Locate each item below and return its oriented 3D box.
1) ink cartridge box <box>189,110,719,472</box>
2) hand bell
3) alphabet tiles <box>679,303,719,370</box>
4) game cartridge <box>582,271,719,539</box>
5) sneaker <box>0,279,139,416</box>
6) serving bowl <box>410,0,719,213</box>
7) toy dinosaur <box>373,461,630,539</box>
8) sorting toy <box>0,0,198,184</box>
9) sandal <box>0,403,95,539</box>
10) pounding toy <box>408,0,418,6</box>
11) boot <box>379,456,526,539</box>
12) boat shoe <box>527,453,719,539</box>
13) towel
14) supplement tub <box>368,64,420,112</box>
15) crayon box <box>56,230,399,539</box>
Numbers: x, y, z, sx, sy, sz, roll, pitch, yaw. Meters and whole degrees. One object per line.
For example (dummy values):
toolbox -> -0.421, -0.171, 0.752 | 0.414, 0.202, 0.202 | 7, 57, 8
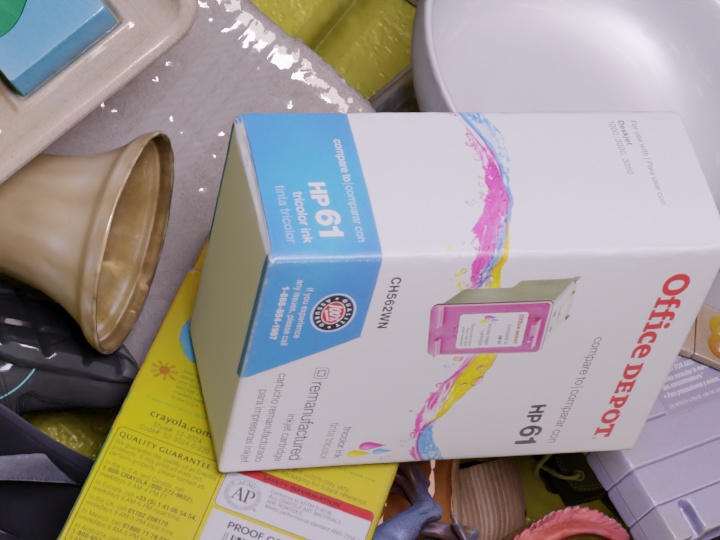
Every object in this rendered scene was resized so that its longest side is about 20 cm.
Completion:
ink cartridge box -> 0.039, 0.009, 0.890 | 0.200, 0.145, 0.085 | -3, 50, -17
hand bell -> -0.196, -0.037, 0.949 | 0.200, 0.104, 0.104 | 15, 58, 9
alphabet tiles -> 0.148, -0.036, 1.072 | 0.200, 0.008, 0.167 | 21, 55, -16
game cartridge -> 0.187, 0.064, 1.058 | 0.200, 0.038, 0.130 | -14, 61, -37
sneaker -> -0.200, 0.045, 0.946 | 0.200, 0.075, 0.079 | 11, 110, -26
serving bowl -> 0.108, -0.083, 1.032 | 0.200, 0.066, 0.200 | 13, 56, -21
toy dinosaur -> 0.005, 0.163, 0.941 | 0.182, 0.200, 0.105 | -71, 145, -49
sorting toy -> -0.196, -0.116, 0.922 | 0.200, 0.036, 0.185 | -41, 65, 0
sandal -> -0.162, 0.101, 0.925 | 0.200, 0.076, 0.043 | 23, 21, -33
pounding toy -> 0.070, -0.219, 1.160 | 0.200, 0.184, 0.142 | 31, 57, -19
boot -> -0.009, 0.068, 1.068 | 0.155, 0.077, 0.200 | -9, 83, -32
boat shoe -> 0.124, 0.095, 1.139 | 0.200, 0.072, 0.068 | 36, 78, -10
towel -> -0.102, -0.045, 1.003 | 0.133, 0.034, 0.200 | 42, 94, -12
supplement tub -> 0.102, -0.046, 1.147 | 0.200, 0.122, 0.123 | 51, 52, -6
crayon box -> -0.045, 0.082, 0.937 | 0.127, 0.051, 0.200 | 21, 49, 3
